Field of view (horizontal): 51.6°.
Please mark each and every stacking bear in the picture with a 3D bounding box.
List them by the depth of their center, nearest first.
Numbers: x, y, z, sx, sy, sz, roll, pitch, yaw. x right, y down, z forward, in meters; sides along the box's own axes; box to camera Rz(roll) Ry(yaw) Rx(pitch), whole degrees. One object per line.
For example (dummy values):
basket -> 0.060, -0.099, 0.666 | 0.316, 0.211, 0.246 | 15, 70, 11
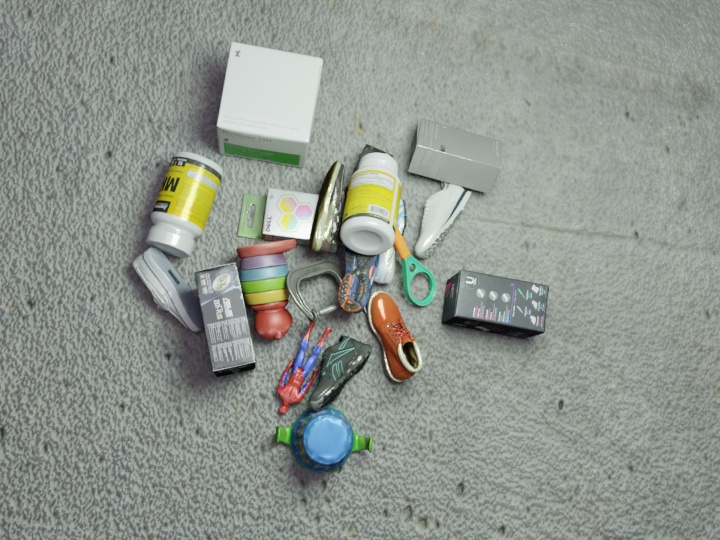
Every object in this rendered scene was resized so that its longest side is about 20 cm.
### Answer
stacking bear -> -0.192, 0.045, 1.558 | 0.113, 0.121, 0.201 | -10, 92, -40

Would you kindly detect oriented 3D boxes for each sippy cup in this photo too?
sippy cup -> -0.073, 0.339, 1.498 | 0.177, 0.130, 0.140 | -28, 83, -12

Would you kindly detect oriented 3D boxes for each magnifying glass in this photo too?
magnifying glass -> 0.107, -0.012, 1.611 | 0.080, 0.022, 0.201 | -38, 112, -27

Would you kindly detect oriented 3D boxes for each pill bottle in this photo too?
pill bottle -> 0.026, -0.141, 1.542 | 0.112, 0.113, 0.201 | 13, 56, -5
pill bottle -> -0.371, -0.136, 1.565 | 0.114, 0.114, 0.201 | 17, 76, -4

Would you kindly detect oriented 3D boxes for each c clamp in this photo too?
c clamp -> -0.064, 0.056, 1.564 | 0.199, 0.027, 0.172 | -10, 73, -46

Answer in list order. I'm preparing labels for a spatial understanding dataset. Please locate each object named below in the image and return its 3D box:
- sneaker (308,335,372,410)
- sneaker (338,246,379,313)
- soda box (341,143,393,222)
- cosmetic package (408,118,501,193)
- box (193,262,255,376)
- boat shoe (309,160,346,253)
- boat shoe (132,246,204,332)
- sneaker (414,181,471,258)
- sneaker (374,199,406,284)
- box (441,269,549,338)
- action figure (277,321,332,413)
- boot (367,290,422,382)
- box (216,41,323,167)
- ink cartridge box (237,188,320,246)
sneaker -> -0.056, 0.210, 1.544 | 0.079, 0.076, 0.200 | 34, 45, 12
sneaker -> 0.000, 0.000, 1.574 | 0.075, 0.078, 0.201 | 13, 71, 14
soda box -> 0.003, -0.173, 1.654 | 0.070, 0.063, 0.201 | 23, 76, -2
cosmetic package -> 0.213, -0.257, 1.676 | 0.199, 0.090, 0.107 | 11, 47, -4
box -> -0.271, 0.103, 1.503 | 0.086, 0.164, 0.201 | -11, 79, -10
boat shoe -> -0.057, -0.130, 1.575 | 0.066, 0.072, 0.202 | 18, 75, -15
boat shoe -> -0.399, 0.049, 1.553 | 0.065, 0.074, 0.201 | -32, 89, 17
sneaker -> 0.168, -0.114, 1.667 | 0.080, 0.076, 0.200 | 33, 68, 7
sneaker -> 0.058, -0.069, 1.638 | 0.072, 0.072, 0.201 | 15, 73, 3
box -> 0.289, 0.074, 1.612 | 0.199, 0.122, 0.107 | 10, 77, -6
action figure -> -0.123, 0.207, 1.562 | 0.065, 0.052, 0.201 | 25, 80, 3
boot -> 0.078, 0.131, 1.574 | 0.075, 0.107, 0.201 | -15, 79, -21
box -> -0.195, -0.352, 1.607 | 0.198, 0.171, 0.201 | 9, 77, -6
ink cartridge box -> -0.161, -0.116, 1.619 | 0.199, 0.059, 0.104 | 8, 77, -7
